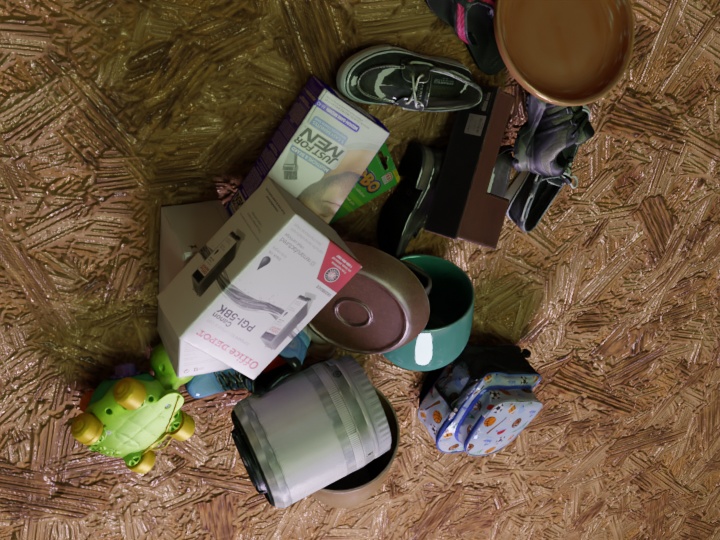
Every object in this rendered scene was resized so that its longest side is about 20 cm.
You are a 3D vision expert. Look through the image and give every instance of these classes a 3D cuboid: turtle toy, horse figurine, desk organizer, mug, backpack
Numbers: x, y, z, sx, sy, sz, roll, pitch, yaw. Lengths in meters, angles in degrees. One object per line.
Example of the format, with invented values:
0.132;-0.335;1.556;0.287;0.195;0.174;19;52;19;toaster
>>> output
-0.298;0.176;1.308;0.199;0.101;0.146;-39;136;5;turtle toy
-0.078;0.092;1.401;0.130;0.050;0.202;-14;130;-11;horse figurine
0.159;-0.136;1.272;0.076;0.071;0.203;13;94;-35;desk organizer
0.073;0.067;1.406;0.182;0.153;0.115;11;137;12;mug
0.195;0.222;1.603;0.198;0.155;0.191;10;131;-39;backpack

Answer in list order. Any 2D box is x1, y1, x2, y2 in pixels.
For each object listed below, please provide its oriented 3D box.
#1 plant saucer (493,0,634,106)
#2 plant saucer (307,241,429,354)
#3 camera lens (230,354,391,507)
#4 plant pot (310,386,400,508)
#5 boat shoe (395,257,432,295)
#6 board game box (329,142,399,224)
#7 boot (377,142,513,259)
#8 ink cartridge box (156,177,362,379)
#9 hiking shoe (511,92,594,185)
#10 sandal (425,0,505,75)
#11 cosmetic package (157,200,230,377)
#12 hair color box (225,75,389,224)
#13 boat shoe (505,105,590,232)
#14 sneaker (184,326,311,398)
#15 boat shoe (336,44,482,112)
0.251;-0.305;1.201;0.197;0.037;0.204;0;89;-20;plant saucer
-0.007;0.047;1.281;0.197;0.035;0.202;11;136;10;plant saucer
-0.075;0.227;1.362;0.198;0.160;0.161;-25;135;-14;camera lens
-0.028;0.300;1.529;0.184;0.188;0.201;-22;148;-12;plant pot
0.000;0.000;1.310;0.198;0.073;0.061;15;150;-7;boat shoe
-0.048;-0.106;1.267;0.198;0.030;0.096;-29;133;-1;board game box
0.126;-0.089;1.351;0.172;0.069;0.202;3;122;-31;boot
-0.119;0.015;1.141;0.200;0.083;0.146;-46;138;7;ink cartridge box
0.273;-0.218;1.291;0.099;0.076;0.202;18;125;11;hiking shoe
0.144;-0.312;1.191;0.075;0.045;0.200;-41;135;8;sandal
-0.208;0.025;1.229;0.084;0.108;0.202;-7;131;-25;cosmetic package
-0.066;-0.124;1.191;0.108;0.065;0.201;28;105;-30;hair color box
0.278;-0.147;1.389;0.073;0.068;0.201;17;117;-38;boat shoe
-0.163;0.134;1.334;0.198;0.091;0.079;-24;126;17;sneaker
0.068;-0.235;1.190;0.197;0.071;0.073;-7;123;-29;boat shoe
